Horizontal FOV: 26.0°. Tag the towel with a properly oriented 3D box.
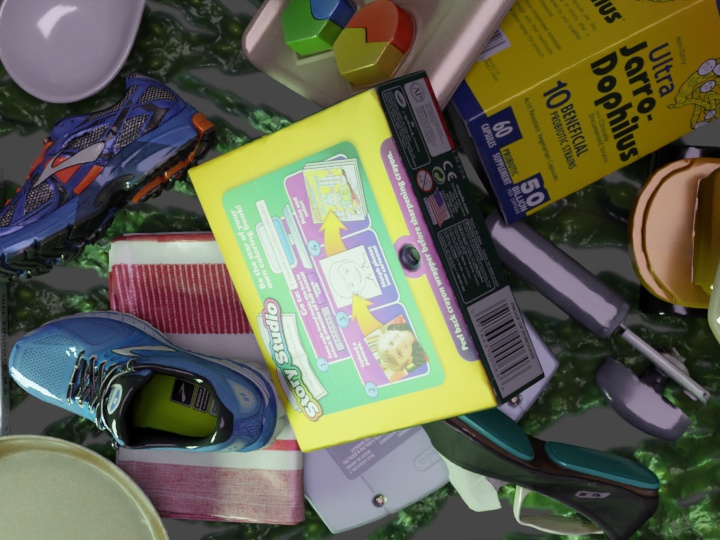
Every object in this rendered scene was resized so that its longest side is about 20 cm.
[{"bbox_3d":[-0.107,0.073,1.077,0.144,0.023,0.201,-1,91,21],"label":"towel"}]

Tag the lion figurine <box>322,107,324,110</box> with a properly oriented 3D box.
[{"bbox_3d":[-0.011,-0.063,1.067,0.122,0.072,0.200,42,102,37],"label":"lion figurine"}]

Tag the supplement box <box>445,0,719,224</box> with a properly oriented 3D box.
[{"bbox_3d":[0.152,-0.140,1.024,0.200,0.109,0.110,-27,48,2],"label":"supplement box"}]

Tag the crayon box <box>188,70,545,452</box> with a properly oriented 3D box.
[{"bbox_3d":[0.000,0.000,0.970,0.172,0.058,0.200,-18,95,43],"label":"crayon box"}]

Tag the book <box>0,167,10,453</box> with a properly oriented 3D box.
[{"bbox_3d":[-0.316,0.028,1.094,0.133,0.048,0.201,0,92,-1],"label":"book"}]

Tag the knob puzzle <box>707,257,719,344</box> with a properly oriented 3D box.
[{"bbox_3d":[0.293,0.004,0.966,0.219,0.030,0.220,-4,97,-36],"label":"knob puzzle"}]

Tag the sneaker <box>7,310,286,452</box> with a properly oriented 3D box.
[{"bbox_3d":[-0.153,0.074,1.035,0.200,0.089,0.079,11,94,22],"label":"sneaker"}]

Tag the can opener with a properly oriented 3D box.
[{"bbox_3d":[0.154,0.040,1.077,0.200,0.053,0.067,37,91,1],"label":"can opener"}]

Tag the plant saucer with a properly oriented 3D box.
[{"bbox_3d":[-0.221,0.208,1.088,0.200,0.032,0.201,1,99,9],"label":"plant saucer"}]

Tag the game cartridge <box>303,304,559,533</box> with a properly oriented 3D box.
[{"bbox_3d":[0.032,0.086,1.091,0.200,0.040,0.133,-36,87,2],"label":"game cartridge"}]

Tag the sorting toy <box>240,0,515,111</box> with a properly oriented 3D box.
[{"bbox_3d":[0.016,-0.191,1.025,0.036,0.200,0.185,32,93,-43],"label":"sorting toy"}]

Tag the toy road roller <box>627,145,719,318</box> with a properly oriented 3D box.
[{"bbox_3d":[0.277,-0.020,1.025,0.199,0.146,0.123,4,92,1],"label":"toy road roller"}]

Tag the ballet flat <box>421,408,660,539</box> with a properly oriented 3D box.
[{"bbox_3d":[0.108,0.136,1.047,0.200,0.068,0.069,25,105,-12],"label":"ballet flat"}]

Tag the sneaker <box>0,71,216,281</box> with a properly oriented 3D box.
[{"bbox_3d":[-0.198,-0.063,1.075,0.200,0.075,0.078,-36,79,-14],"label":"sneaker"}]

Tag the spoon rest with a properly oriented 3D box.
[{"bbox_3d":[-0.167,-0.200,1.074,0.200,0.061,0.099,-43,82,0],"label":"spoon rest"}]
